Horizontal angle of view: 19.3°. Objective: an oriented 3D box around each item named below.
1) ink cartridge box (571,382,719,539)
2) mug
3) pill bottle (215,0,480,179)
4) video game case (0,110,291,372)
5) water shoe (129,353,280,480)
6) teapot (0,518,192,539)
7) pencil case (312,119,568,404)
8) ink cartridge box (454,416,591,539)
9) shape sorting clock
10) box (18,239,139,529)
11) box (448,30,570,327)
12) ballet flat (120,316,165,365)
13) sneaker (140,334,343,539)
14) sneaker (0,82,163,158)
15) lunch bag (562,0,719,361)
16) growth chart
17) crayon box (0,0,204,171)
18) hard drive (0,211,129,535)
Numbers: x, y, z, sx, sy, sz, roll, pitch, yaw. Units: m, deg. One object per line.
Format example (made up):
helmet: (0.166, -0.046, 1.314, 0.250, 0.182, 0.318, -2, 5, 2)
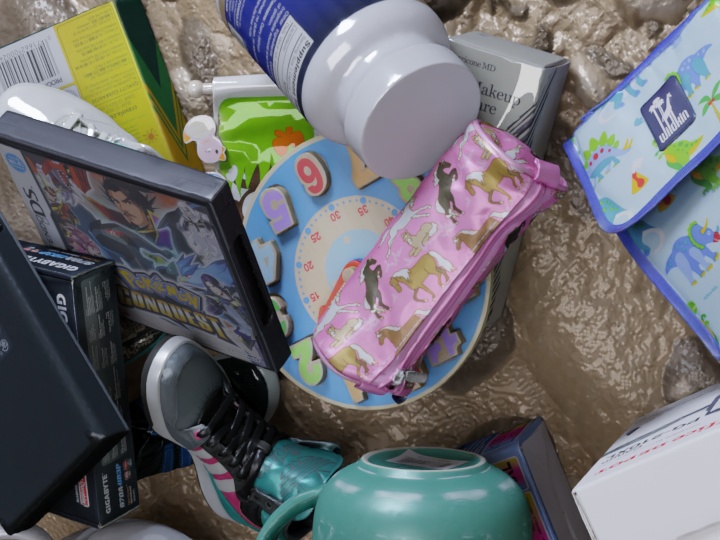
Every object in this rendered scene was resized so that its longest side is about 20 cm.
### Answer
ink cartridge box: (0.242, 0.132, 1.422, 0.144, 0.200, 0.085, -26, 91, 22)
mug: (0.027, 0.185, 1.449, 0.184, 0.152, 0.115, 0, 97, -13)
pill bottle: (-0.009, -0.158, 1.464, 0.116, 0.115, 0.200, -57, 49, 20)
video game case: (-0.155, -0.019, 1.501, 0.199, 0.026, 0.181, 18, 146, 30)
water shoe: (-0.150, 0.127, 1.633, 0.199, 0.079, 0.072, -29, 90, 23)
teapot: (-0.176, 0.256, 1.599, 0.197, 0.199, 0.147, 41, 129, 27)
pencil case: (0.053, -0.007, 1.423, 0.086, 0.083, 0.200, 38, 102, 12)
ink cartridge box: (0.064, 0.210, 1.573, 0.199, 0.076, 0.137, -22, 92, 24)
shape sorting clock: (0.000, 0.000, 1.503, 0.199, 0.039, 0.201, 4, 101, 22)
box: (-0.244, 0.078, 1.579, 0.158, 0.046, 0.201, 12, 115, 36)
box: (0.081, -0.063, 1.515, 0.082, 0.068, 0.201, 18, 107, 18)
ballet flat: (-0.238, 0.060, 1.639, 0.199, 0.068, 0.075, -27, 126, 35)
sneaker: (-0.076, 0.131, 1.538, 0.120, 0.084, 0.200, 15, 149, 34)
sneaker: (-0.180, -0.078, 1.535, 0.200, 0.089, 0.075, 36, 71, 4)
lunch bag: (0.252, -0.069, 1.428, 0.170, 0.127, 0.200, -45, 71, 24)
growth chart: (-0.052, -0.053, 1.578, 0.144, 0.018, 0.201, -11, 97, 5)
crayon box: (-0.196, -0.094, 1.622, 0.126, 0.051, 0.201, -19, 93, 22)
hard drive: (-0.259, 0.071, 1.520, 0.140, 0.033, 0.201, -43, 72, 35)
